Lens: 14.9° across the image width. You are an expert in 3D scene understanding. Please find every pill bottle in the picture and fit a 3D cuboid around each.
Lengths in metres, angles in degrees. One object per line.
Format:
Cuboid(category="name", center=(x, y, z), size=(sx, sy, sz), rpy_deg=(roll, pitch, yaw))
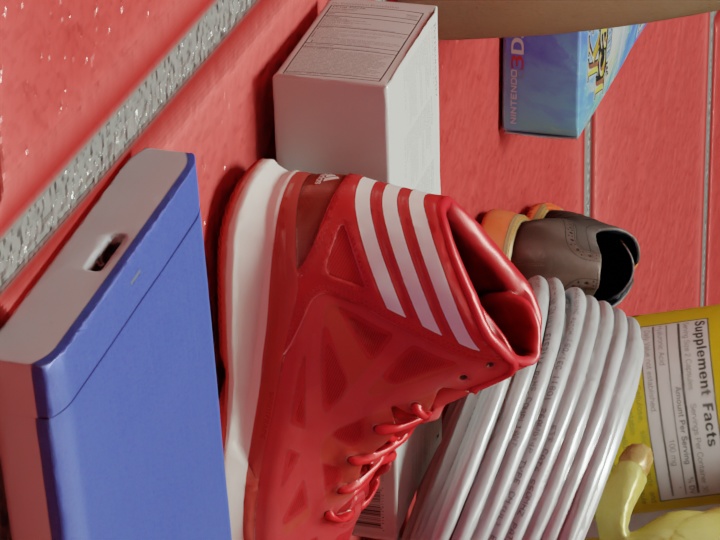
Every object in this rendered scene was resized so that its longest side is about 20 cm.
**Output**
Cuboid(category="pill bottle", center=(0.156, 0.076, 1.373), size=(0.111, 0.199, 0.112), rpy_deg=(-7, 90, -81))

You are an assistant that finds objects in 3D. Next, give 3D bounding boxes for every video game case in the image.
Cuboid(category="video game case", center=(0.118, -0.194, 1.442), size=(0.181, 0.045, 0.201), rpy_deg=(-53, 146, -59))

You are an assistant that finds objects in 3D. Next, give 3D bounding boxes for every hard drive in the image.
Cuboid(category="hard drive", center=(-0.077, 0.079, 0.913), size=(0.132, 0.025, 0.201), rpy_deg=(-60, 152, -54))

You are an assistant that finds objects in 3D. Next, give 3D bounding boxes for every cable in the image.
Cuboid(category="cable", center=(0.060, 0.103, 1.190), size=(0.200, 0.069, 0.201), rpy_deg=(-67, 179, -55))

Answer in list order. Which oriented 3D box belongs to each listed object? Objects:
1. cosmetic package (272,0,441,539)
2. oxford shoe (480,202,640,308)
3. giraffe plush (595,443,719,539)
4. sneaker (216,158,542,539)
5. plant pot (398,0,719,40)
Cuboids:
Cuboid(category="cosmetic package", center=(0.000, 0.000, 1.100), size=(0.083, 0.050, 0.201), rpy_deg=(-57, 149, -58))
Cuboid(category="oxford shoe", center=(0.114, 0.003, 1.458), size=(0.200, 0.072, 0.072), rpy_deg=(-10, 106, -74))
Cuboid(category="giraffe plush", center=(0.178, 0.189, 1.304), size=(0.163, 0.199, 0.173), rpy_deg=(97, -2, -51))
Cuboid(category="sneaker", center=(0.007, 0.060, 1.035), size=(0.078, 0.115, 0.201), rpy_deg=(-58, 150, -56))
Cuboid(category="plant pot", center=(0.132, -0.185, 1.214), size=(0.187, 0.199, 0.188), rpy_deg=(8, 90, -74))
